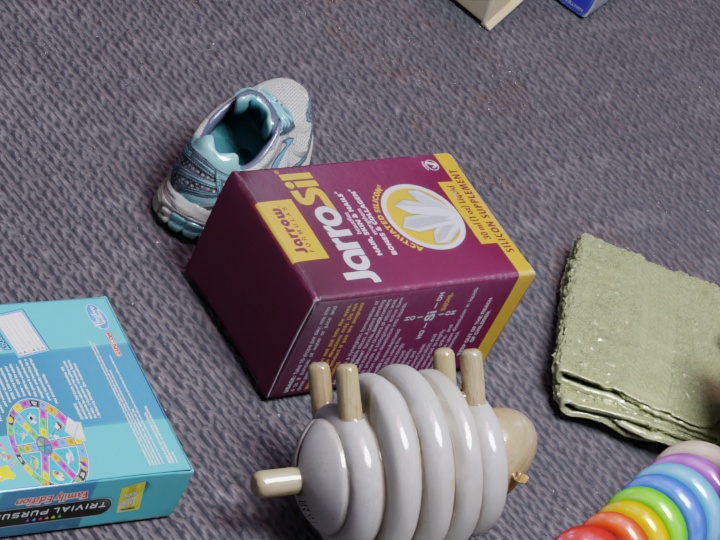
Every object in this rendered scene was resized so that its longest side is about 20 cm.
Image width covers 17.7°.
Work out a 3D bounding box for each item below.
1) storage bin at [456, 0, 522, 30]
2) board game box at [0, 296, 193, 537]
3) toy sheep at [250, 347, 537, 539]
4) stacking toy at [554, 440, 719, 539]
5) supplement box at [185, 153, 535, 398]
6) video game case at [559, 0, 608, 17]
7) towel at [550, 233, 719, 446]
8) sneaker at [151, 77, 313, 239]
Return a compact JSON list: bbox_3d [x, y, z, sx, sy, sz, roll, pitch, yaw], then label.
[{"bbox_3d":[0.108,-0.350,2.054,0.200,0.094,0.198,39,60,14],"label":"storage bin"},{"bbox_3d":[-0.223,0.091,1.427,0.199,0.047,0.151,-3,48,-34],"label":"board game box"},{"bbox_3d":[0.022,0.121,1.482,0.198,0.139,0.138,-6,47,-18],"label":"toy sheep"},{"bbox_3d":[0.188,0.177,1.532,0.085,0.086,0.199,43,30,18],"label":"stacking toy"},{"bbox_3d":[0.000,0.000,1.627,0.199,0.104,0.131,-8,50,-37],"label":"supplement box"},{"bbox_3d":[0.181,-0.336,2.176,0.200,0.046,0.181,38,40,12],"label":"video game case"},{"bbox_3d":[0.213,0.058,1.750,0.147,0.037,0.201,22,38,-8],"label":"towel"},{"bbox_3d":[-0.076,-0.099,1.706,0.077,0.087,0.200,32,37,3],"label":"sneaker"}]
